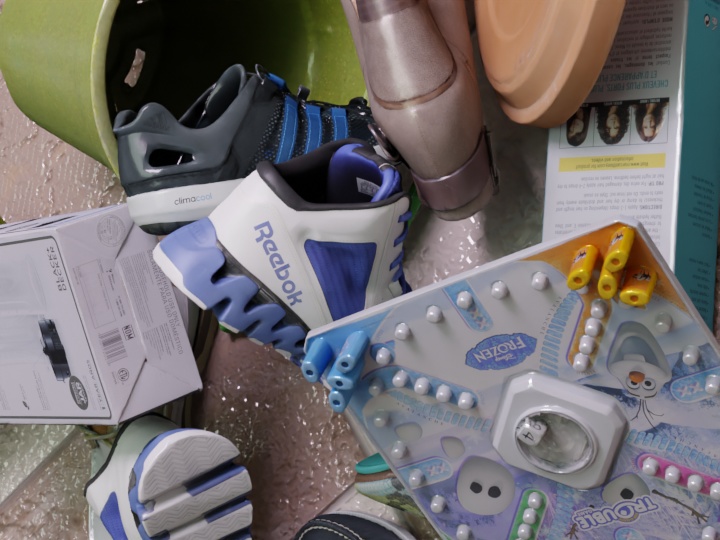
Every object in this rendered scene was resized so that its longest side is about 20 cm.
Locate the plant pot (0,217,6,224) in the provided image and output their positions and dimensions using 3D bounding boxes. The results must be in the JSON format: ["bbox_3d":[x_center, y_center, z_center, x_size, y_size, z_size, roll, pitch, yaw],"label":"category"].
[{"bbox_3d":[-0.321,0.042,1.277,0.193,0.200,0.201,-21,71,23],"label":"plant pot"}]

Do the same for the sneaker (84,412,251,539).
[{"bbox_3d":[-0.102,0.163,1.121,0.115,0.081,0.200,34,137,58],"label":"sneaker"}]

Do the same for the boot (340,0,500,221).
[{"bbox_3d":[0.038,-0.107,1.060,0.070,0.200,0.146,-18,101,15],"label":"boot"}]

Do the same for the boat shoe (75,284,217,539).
[{"bbox_3d":[-0.144,0.090,1.197,0.075,0.068,0.200,7,87,38],"label":"boat shoe"}]

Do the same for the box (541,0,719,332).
[{"bbox_3d":[0.145,-0.067,1.012,0.082,0.049,0.200,0,83,38],"label":"box"}]

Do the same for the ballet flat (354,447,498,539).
[{"bbox_3d":[0.084,0.101,1.031,0.200,0.069,0.071,-28,93,31],"label":"ballet flat"}]

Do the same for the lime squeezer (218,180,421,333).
[{"bbox_3d":[-0.007,0.001,1.135,0.200,0.038,0.071,-41,30,27],"label":"lime squeezer"}]

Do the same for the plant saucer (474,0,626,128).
[{"bbox_3d":[0.097,-0.175,1.004,0.200,0.032,0.200,-174,90,-77],"label":"plant saucer"}]

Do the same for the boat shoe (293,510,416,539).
[{"bbox_3d":[0.011,0.189,1.050,0.200,0.060,0.076,31,105,50],"label":"boat shoe"}]

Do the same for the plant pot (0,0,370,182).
[{"bbox_3d":[-0.124,-0.129,1.158,0.190,0.200,0.200,14,92,50],"label":"plant pot"}]

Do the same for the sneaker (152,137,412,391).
[{"bbox_3d":[-0.001,0.000,1.018,0.115,0.199,0.081,-49,39,12],"label":"sneaker"}]

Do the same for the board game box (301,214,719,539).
[{"bbox_3d":[0.097,0.085,0.958,0.200,0.026,0.200,-22,114,32],"label":"board game box"}]

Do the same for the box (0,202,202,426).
[{"bbox_3d":[-0.182,0.027,1.118,0.200,0.060,0.117,-8,102,54],"label":"box"}]

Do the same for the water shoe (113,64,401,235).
[{"bbox_3d":[-0.044,-0.080,1.063,0.071,0.200,0.079,-5,102,51],"label":"water shoe"}]
